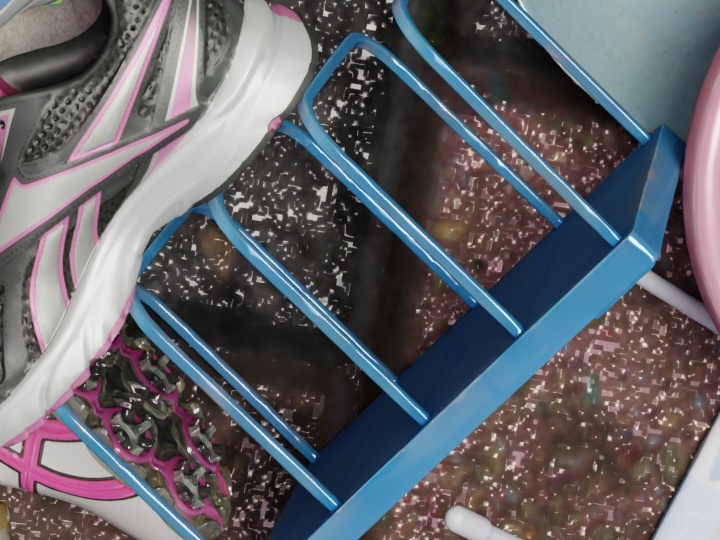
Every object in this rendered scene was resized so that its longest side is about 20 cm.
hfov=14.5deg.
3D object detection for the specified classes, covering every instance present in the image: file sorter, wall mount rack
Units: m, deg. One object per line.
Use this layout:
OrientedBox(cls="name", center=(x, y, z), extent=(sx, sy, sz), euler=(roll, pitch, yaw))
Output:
OrientedBox(cls="file sorter", center=(0.000, 0.000, 1.010), extent=(0.123, 0.139, 0.200), euler=(43, 110, -5))
OrientedBox(cls="wall mount rack", center=(0.135, 0.081, 1.098), extent=(0.173, 0.075, 0.201), euler=(28, 90, -1))

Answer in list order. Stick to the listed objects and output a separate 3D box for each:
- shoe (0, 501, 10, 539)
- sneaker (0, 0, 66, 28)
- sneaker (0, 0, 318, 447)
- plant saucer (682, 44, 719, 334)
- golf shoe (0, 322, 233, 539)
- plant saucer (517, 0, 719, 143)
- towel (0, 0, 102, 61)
OrientedBox(cls="shoe", center=(-0.223, 0.133, 1.052), extent=(0.199, 0.070, 0.054), euler=(-13, 90, -9))
OrientedBox(cls="sneaker", center=(-0.080, -0.122, 0.998), extent=(0.200, 0.076, 0.105), euler=(-51, 123, -21))
OrientedBox(cls="sneaker", center=(-0.109, -0.029, 0.961), extent=(0.086, 0.080, 0.200), euler=(36, 95, -22))
OrientedBox(cls="plant saucer", center=(0.205, -0.037, 1.045), extent=(0.199, 0.051, 0.202), euler=(-3, 101, -18))
OrientedBox(cls="golf shoe", center=(-0.138, 0.045, 1.065), extent=(0.200, 0.073, 0.092), euler=(39, 117, -11))
OrientedBox(cls="plant saucer", center=(0.146, -0.147, 1.094), extent=(0.200, 0.039, 0.202), euler=(-1, 96, -9))
OrientedBox(cls="towel", center=(-0.142, -0.120, 1.018), extent=(0.199, 0.034, 0.133), euler=(-9, 97, -35))
